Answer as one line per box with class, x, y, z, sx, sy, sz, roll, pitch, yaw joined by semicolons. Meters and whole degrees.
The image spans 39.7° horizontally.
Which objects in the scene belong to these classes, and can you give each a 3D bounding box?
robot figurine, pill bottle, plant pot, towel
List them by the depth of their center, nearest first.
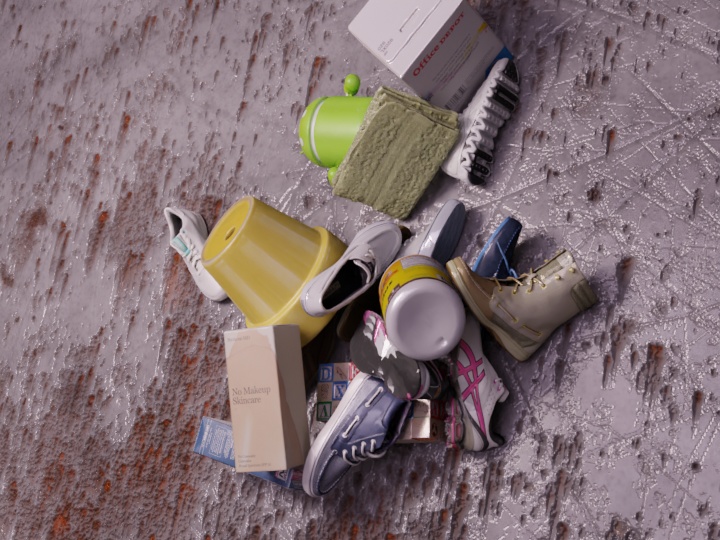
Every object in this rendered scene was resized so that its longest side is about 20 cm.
pill bottle;0.081;0.043;1.386;0.107;0.200;0.112;-1;104;-2
towel;0.053;-0.177;1.526;0.037;0.146;0.202;-93;28;-56
plant pot;-0.138;-0.006;1.539;0.200;0.188;0.203;-40;27;25
robot figurine;-0.015;-0.222;1.617;0.197;0.115;0.180;8;88;33

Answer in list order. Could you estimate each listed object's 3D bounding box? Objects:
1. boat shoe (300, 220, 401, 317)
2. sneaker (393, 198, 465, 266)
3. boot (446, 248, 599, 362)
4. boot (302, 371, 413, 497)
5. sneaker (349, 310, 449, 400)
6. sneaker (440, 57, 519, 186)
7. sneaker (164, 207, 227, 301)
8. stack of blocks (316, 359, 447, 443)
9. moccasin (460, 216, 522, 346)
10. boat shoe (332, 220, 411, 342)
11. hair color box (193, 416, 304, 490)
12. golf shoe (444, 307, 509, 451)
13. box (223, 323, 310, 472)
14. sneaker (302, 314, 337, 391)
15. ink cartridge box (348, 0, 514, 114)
boat shoe;0.000;0.000;1.467;0.200;0.074;0.065;-46;22;-23
sneaker;0.089;-0.025;1.520;0.070;0.073;0.203;30;92;31
boot;0.222;0.018;1.362;0.154;0.200;0.073;-38;29;13
boot;-0.005;0.247;1.423;0.090;0.072;0.203;27;90;39
sneaker;0.056;0.133;1.421;0.081;0.085;0.200;-58;36;13
sneaker;0.181;-0.234;1.532;0.080;0.075;0.203;21;86;43
sneaker;-0.293;-0.030;1.747;0.075;0.088;0.201;-42;59;12
stack of blocks;0.031;0.198;1.496;0.196;0.058;0.118;-6;73;30
moccasin;0.194;0.023;1.448;0.067;0.080;0.203;30;108;20
boat shoe;0.011;0.015;1.563;0.064;0.073;0.202;25;80;39
hair color box;-0.155;0.288;1.558;0.197;0.100;0.062;12;82;34
golf shoe;0.164;0.153;1.410;0.090;0.073;0.205;0;95;3
box;-0.134;0.183;1.444;0.093;0.077;0.205;-9;85;26
sneaker;-0.103;0.145;1.585;0.070;0.075;0.203;26;90;34
ink cartridge box;0.110;-0.348;1.528;0.148;0.199;0.145;-49;57;8
